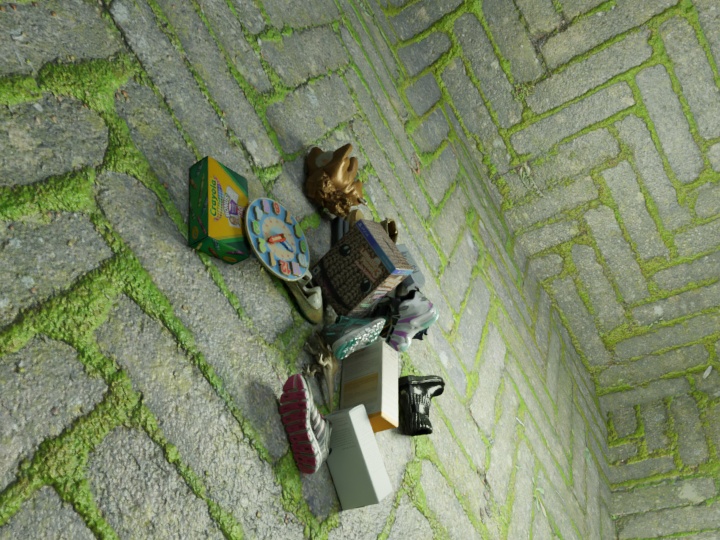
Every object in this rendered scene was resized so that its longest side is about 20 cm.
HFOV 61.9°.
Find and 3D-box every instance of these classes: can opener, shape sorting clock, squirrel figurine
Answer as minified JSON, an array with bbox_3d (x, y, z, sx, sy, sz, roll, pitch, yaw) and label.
[{"bbox_3d":[-0.045,-0.068,1.654,0.053,0.066,0.201,37,35,-40],"label":"can opener"},{"bbox_3d":[-0.179,-0.071,1.324,0.200,0.039,0.201,37,42,-42],"label":"shape sorting clock"},{"bbox_3d":[-0.065,-0.232,1.698,0.187,0.141,0.201,54,43,-42],"label":"squirrel figurine"}]

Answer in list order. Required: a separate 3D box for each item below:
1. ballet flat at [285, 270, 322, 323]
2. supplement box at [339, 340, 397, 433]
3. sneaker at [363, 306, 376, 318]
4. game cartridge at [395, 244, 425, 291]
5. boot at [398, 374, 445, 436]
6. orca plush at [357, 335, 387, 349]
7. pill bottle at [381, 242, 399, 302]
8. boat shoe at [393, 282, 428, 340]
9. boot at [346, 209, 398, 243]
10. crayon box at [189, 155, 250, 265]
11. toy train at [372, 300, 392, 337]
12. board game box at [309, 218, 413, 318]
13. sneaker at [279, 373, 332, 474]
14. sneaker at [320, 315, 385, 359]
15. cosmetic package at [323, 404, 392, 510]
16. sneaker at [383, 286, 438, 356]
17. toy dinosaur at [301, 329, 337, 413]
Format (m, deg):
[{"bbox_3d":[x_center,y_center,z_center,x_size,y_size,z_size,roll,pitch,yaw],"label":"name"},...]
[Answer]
[{"bbox_3d":[-0.132,0.039,1.416,0.201,0.070,0.071,58,29,-16],"label":"ballet flat"},{"bbox_3d":[0.021,0.284,1.434,0.073,0.126,0.201,41,38,-37],"label":"supplement box"},{"bbox_3d":[0.006,0.039,1.612,0.070,0.093,0.201,24,90,-50],"label":"sneaker"},{"bbox_3d":[0.126,-0.008,1.635,0.134,0.041,0.200,64,13,3],"label":"game cartridge"},{"bbox_3d":[0.181,0.381,1.682,0.210,0.079,0.159,11,53,-45],"label":"boot"},{"bbox_3d":[0.004,0.157,1.555,0.199,0.106,0.071,3,27,-39],"label":"orca plush"},{"bbox_3d":[0.065,-0.007,1.740,0.112,0.112,0.200,54,31,-22],"label":"pill bottle"},{"bbox_3d":[0.144,0.107,1.664,0.092,0.075,0.201,18,51,-12],"label":"boat shoe"},{"bbox_3d":[0.033,-0.119,1.722,0.073,0.155,0.201,43,35,-36],"label":"boot"},{"bbox_3d":[-0.295,-0.125,1.262,0.119,0.058,0.201,29,46,-50],"label":"crayon box"},{"bbox_3d":[0.095,0.125,1.733,0.114,0.085,0.200,45,33,-17],"label":"toy train"},{"bbox_3d":[0.000,0.000,1.490,0.160,0.200,0.097,54,24,20],"label":"board game box"},{"bbox_3d":[-0.107,0.313,1.250,0.087,0.073,0.201,-4,77,-60],"label":"sneaker"},{"bbox_3d":[-0.017,0.137,1.433,0.091,0.078,0.200,40,30,23],"label":"sneaker"},{"bbox_3d":[-0.015,0.405,1.308,0.074,0.101,0.201,-8,78,-60],"label":"cosmetic package"},{"bbox_3d":[0.090,0.123,1.532,0.140,0.200,0.078,50,-12,-16],"label":"sneaker"},{"bbox_3d":[-0.082,0.219,1.377,0.101,0.058,0.201,27,47,-52],"label":"toy dinosaur"}]
